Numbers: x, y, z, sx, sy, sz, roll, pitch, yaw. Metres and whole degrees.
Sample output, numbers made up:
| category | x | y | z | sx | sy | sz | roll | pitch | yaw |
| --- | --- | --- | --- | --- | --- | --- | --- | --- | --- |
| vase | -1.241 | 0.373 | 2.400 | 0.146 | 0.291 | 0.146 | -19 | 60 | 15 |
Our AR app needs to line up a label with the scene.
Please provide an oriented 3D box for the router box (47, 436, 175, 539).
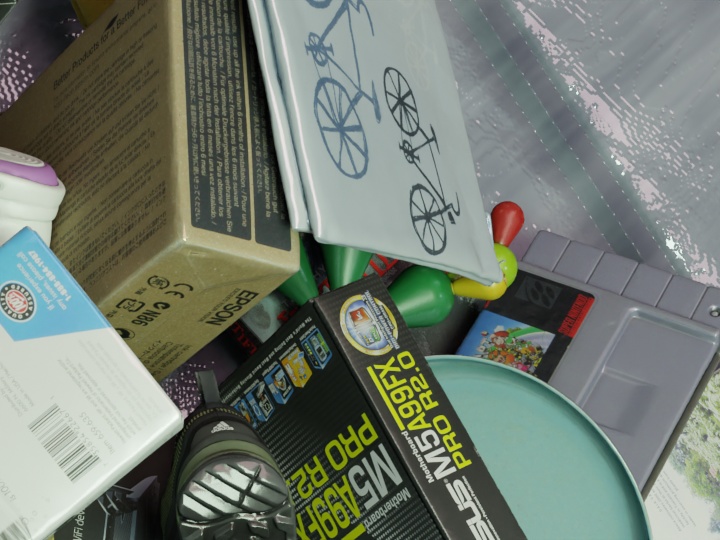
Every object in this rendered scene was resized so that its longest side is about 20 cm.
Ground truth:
| category | x | y | z | sx | sy | sz | roll | pitch | yaw |
| --- | --- | --- | --- | --- | --- | --- | --- | --- | --- |
| router box | -0.177 | 0.148 | 1.387 | 0.156 | 0.052 | 0.201 | 17 | 58 | -20 |

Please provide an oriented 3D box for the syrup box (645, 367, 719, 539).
| category | x | y | z | sx | sy | sz | roll | pitch | yaw |
| --- | --- | --- | --- | --- | --- | --- | --- | --- | --- |
| syrup box | 0.183 | 0.116 | 1.591 | 0.199 | 0.081 | 0.079 | -30 | 80 | -35 |

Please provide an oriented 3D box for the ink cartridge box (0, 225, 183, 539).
| category | x | y | z | sx | sy | sz | roll | pitch | yaw |
| --- | --- | --- | --- | --- | --- | --- | --- | --- | --- |
| ink cartridge box | -0.192 | 0.088 | 1.303 | 0.200 | 0.067 | 0.116 | -39 | 89 | -7 |

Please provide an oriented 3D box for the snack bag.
| category | x | y | z | sx | sy | sz | roll | pitch | yaw |
| --- | --- | --- | --- | --- | --- | --- | --- | --- | --- |
| snack bag | 0.003 | -0.091 | 1.435 | 0.200 | 0.021 | 0.190 | 13 | 61 | -60 |

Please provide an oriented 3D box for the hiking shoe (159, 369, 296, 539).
| category | x | y | z | sx | sy | sz | roll | pitch | yaw |
| --- | --- | --- | --- | --- | --- | --- | --- | --- | --- |
| hiking shoe | -0.059 | 0.148 | 1.389 | 0.075 | 0.201 | 0.101 | -2 | 35 | -7 |

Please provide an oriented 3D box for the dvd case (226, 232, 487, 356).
| category | x | y | z | sx | sy | sz | roll | pitch | yaw |
| --- | --- | --- | --- | --- | --- | --- | --- | --- | --- |
| dvd case | -0.007 | 0.014 | 1.556 | 0.200 | 0.022 | 0.146 | 47 | 52 | 1 |

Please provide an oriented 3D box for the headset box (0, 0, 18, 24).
| category | x | y | z | sx | sy | sz | roll | pitch | yaw |
| --- | --- | --- | --- | --- | --- | --- | --- | --- | --- |
| headset box | -0.221 | -0.202 | 1.424 | 0.148 | 0.075 | 0.200 | 36 | 34 | -13 |

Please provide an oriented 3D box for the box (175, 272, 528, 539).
| category | x | y | z | sx | sy | sz | roll | pitch | yaw |
| --- | --- | --- | --- | --- | --- | --- | --- | --- | --- |
| box | -0.014 | 0.116 | 1.404 | 0.044 | 0.200 | 0.161 | -20 | 76 | -37 |

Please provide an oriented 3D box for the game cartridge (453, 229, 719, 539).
| category | x | y | z | sx | sy | sz | roll | pitch | yaw |
| --- | --- | --- | --- | --- | --- | --- | --- | --- | --- |
| game cartridge | 0.110 | 0.066 | 1.526 | 0.129 | 0.039 | 0.200 | 21 | 51 | 15 |

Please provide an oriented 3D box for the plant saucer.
| category | x | y | z | sx | sy | sz | roll | pitch | yaw |
| --- | --- | --- | --- | --- | --- | --- | --- | --- | --- |
| plant saucer | 0.059 | 0.136 | 1.451 | 0.200 | 0.200 | 0.027 | 51 | 27 | 4 |

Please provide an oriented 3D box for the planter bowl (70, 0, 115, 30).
| category | x | y | z | sx | sy | sz | roll | pitch | yaw |
| --- | --- | --- | --- | --- | --- | --- | --- | --- | --- |
| planter bowl | -0.107 | -0.162 | 1.554 | 0.201 | 0.083 | 0.201 | 55 | 21 | -33 |

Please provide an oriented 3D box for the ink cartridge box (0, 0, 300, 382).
| category | x | y | z | sx | sy | sz | roll | pitch | yaw |
| --- | --- | --- | --- | --- | --- | --- | --- | --- | --- |
| ink cartridge box | -0.113 | -0.038 | 1.431 | 0.075 | 0.200 | 0.166 | 14 | 59 | -30 |

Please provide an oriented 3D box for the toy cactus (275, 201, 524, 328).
| category | x | y | z | sx | sy | sz | roll | pitch | yaw |
| --- | --- | --- | --- | --- | --- | --- | --- | --- | --- |
| toy cactus | 0.000 | 0.000 | 1.504 | 0.199 | 0.102 | 0.166 | 21 | 67 | -34 |

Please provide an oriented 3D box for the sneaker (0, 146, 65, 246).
| category | x | y | z | sx | sy | sz | roll | pitch | yaw |
| --- | --- | --- | --- | --- | --- | --- | --- | --- | --- |
| sneaker | -0.250 | -0.024 | 1.412 | 0.199 | 0.100 | 0.075 | 12 | 11 | 7 |
